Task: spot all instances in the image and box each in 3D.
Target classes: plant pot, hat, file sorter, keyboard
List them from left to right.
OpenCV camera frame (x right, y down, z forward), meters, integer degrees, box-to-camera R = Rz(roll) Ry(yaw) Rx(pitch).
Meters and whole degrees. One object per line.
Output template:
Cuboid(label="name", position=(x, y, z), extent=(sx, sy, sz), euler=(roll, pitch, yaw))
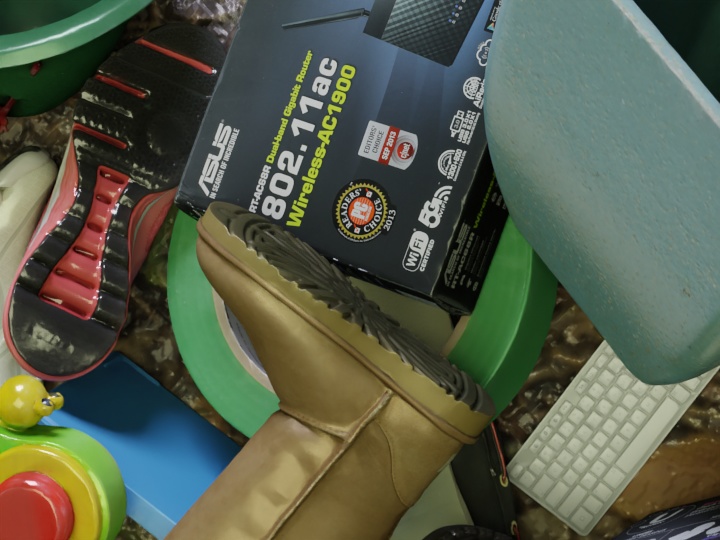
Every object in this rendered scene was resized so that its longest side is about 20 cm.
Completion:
Cuboid(label="hat", position=(-0.168, -0.089, 1.355), extent=(0.199, 0.166, 0.177), euler=(14, 134, 31))
Cuboid(label="file sorter", position=(-0.103, 0.161, 1.331), extent=(0.199, 0.139, 0.123), euler=(37, 106, 5))
Cuboid(label="keyboard", position=(0.154, 0.045, 1.325), extent=(0.056, 0.011, 0.201), euler=(38, 103, 5))
Cuboid(label="plant pot", position=(0.169, -0.062, 1.165), extent=(0.196, 0.195, 0.200), euler=(53, 144, 20))

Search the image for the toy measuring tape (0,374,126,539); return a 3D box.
Cuboid(label="toy measuring tape", position=(-0.143, 0.148, 1.233), extent=(0.073, 0.074, 0.202), euler=(-4, 101, 12))

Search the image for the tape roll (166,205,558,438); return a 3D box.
Cuboid(label="tape roll", position=(0.000, 0.000, 1.301), extent=(0.199, 0.048, 0.202), euler=(-4, 79, 21))

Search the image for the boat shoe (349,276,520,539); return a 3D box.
Cuboid(label="boat shoe", position=(0.035, 0.087, 1.332), extent=(0.073, 0.063, 0.203), euler=(-16, 80, 25))

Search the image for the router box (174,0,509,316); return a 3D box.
Cuboid(label="router box", position=(0.014, -0.097, 1.253), extent=(0.149, 0.062, 0.201), euler=(19, 88, 24))

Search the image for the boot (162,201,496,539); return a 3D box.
Cuboid(label="boot", position=(-0.057, 0.095, 1.203), extent=(0.175, 0.066, 0.200), euler=(39, 103, 1))

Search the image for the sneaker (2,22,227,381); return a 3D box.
Cuboid(label="sneaker", position=(-0.134, -0.038, 1.319), extent=(0.073, 0.087, 0.201), euler=(28, 78, -11))

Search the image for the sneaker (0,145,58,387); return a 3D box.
Cuboid(label="sneaker", position=(-0.197, 0.028, 1.373), extent=(0.081, 0.075, 0.201), euler=(24, 108, -2))

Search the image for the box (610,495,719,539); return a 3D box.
Cuboid(label="box", position=(0.202, 0.215, 1.264), extent=(0.132, 0.114, 0.201), euler=(-21, 94, 40))

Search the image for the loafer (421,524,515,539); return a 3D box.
Cuboid(label="loafer", position=(0.090, 0.210, 1.225), extent=(0.200, 0.073, 0.071), euler=(48, 129, 15))
